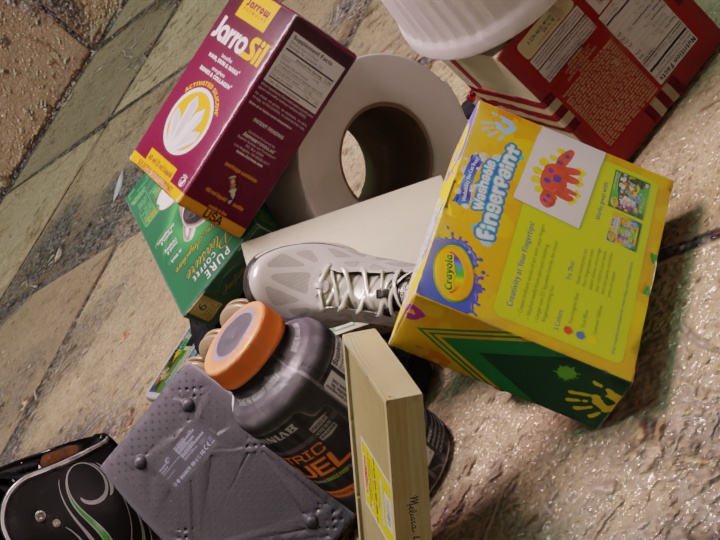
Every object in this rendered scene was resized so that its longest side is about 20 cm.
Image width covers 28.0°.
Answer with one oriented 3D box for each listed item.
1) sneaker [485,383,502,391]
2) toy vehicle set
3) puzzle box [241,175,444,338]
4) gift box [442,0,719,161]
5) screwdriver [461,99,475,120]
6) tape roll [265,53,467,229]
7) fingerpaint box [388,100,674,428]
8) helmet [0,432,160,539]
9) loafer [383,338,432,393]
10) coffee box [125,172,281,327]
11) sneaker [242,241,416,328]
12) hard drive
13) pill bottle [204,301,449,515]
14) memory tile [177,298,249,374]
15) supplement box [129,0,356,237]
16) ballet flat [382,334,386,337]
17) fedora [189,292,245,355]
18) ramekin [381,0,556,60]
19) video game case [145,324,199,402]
[{"bbox_3d":[0.136,0.011,1.163,0.080,0.074,0.201,-29,30,45],"label":"sneaker"},{"bbox_3d":[0.021,0.157,1.035,0.026,0.202,0.124,-9,21,-12],"label":"toy vehicle set"},{"bbox_3d":[0.000,0.000,1.293,0.198,0.025,0.134,-18,54,1],"label":"puzzle box"},{"bbox_3d":[0.179,-0.221,1.283,0.185,0.200,0.187,-46,21,-4],"label":"gift box"},{"bbox_3d":[0.170,-0.194,1.464,0.029,0.028,0.199,-30,4,-36],"label":"screwdriver"},{"bbox_3d":[-0.005,-0.106,1.439,0.204,0.202,0.139,-58,24,-18],"label":"tape roll"},{"bbox_3d":[0.129,-0.007,1.068,0.074,0.166,0.201,114,177,-52],"label":"fingerpaint box"},{"bbox_3d":[-0.286,0.275,1.401,0.198,0.192,0.200,-19,4,1],"label":"helmet"},{"bbox_3d":[-0.016,0.098,1.316,0.200,0.070,0.068,-19,38,52],"label":"loafer"},{"bbox_3d":[-0.156,-0.051,1.420,0.123,0.044,0.200,-49,44,15],"label":"coffee box"},{"bbox_3d":[0.010,0.009,1.165,0.115,0.199,0.076,153,122,-72],"label":"sneaker"},{"bbox_3d":[-0.111,0.189,1.233,0.135,0.200,0.042,-50,-15,1],"label":"hard drive"},{"bbox_3d":[-0.030,0.110,1.156,0.106,0.200,0.107,-40,24,22],"label":"pill bottle"},{"bbox_3d":[-0.084,0.110,1.271,0.200,0.153,0.017,-51,11,46],"label":"memory tile"},{"bbox_3d":[-0.110,-0.149,1.329,0.201,0.085,0.110,-57,43,5],"label":"supplement box"},{"bbox_3d":[0.009,0.038,1.379,0.199,0.057,0.067,-31,28,39],"label":"ballet flat"},{"bbox_3d":[-0.134,0.037,1.475,0.091,0.202,0.200,-18,18,-14],"label":"fedora"},{"bbox_3d":[0.089,-0.285,1.206,0.199,0.098,0.202,-27,42,27],"label":"ramekin"},{"bbox_3d":[-0.162,0.075,1.691,0.201,0.022,0.182,-59,24,-17],"label":"video game case"}]
